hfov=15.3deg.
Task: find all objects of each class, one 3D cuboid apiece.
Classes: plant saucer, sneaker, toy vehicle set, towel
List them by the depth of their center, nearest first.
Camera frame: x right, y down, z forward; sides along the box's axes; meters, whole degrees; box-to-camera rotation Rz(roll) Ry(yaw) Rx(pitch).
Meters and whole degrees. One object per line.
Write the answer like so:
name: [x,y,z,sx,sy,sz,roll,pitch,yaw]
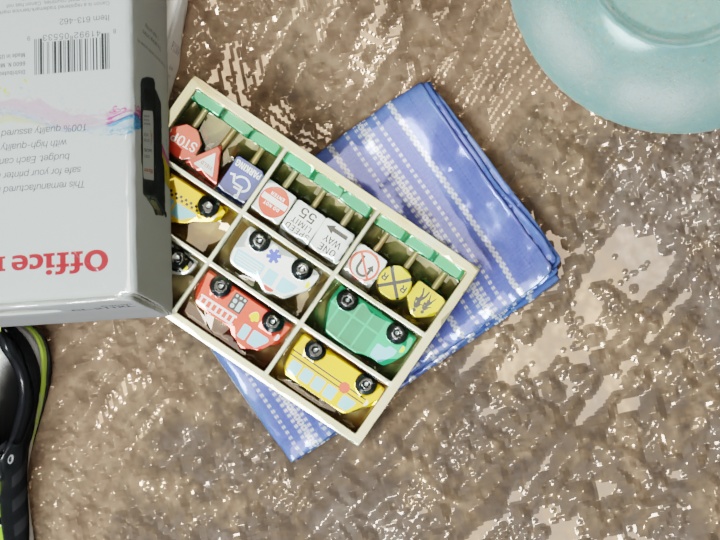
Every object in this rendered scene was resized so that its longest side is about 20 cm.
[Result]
toy vehicle set: [-0.048,-0.006,1.537,0.200,0.027,0.124,34,91,1]
sneaker: [-0.226,0.118,1.547,0.072,0.083,0.200,5,87,6]
plant saucer: [0.185,-0.180,1.553,0.201,0.039,0.201,0,87,5]
towel: [0.000,0.000,1.566,0.200,0.024,0.145,-35,83,2]

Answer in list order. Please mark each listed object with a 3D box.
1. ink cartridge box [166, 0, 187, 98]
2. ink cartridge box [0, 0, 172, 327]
ink cartridge box: [-0.179,-0.169,1.583,0.161,0.050,0.200,16,85,6]
ink cartridge box: [-0.185,-0.071,1.496,0.145,0.083,0.200,-4,80,11]
